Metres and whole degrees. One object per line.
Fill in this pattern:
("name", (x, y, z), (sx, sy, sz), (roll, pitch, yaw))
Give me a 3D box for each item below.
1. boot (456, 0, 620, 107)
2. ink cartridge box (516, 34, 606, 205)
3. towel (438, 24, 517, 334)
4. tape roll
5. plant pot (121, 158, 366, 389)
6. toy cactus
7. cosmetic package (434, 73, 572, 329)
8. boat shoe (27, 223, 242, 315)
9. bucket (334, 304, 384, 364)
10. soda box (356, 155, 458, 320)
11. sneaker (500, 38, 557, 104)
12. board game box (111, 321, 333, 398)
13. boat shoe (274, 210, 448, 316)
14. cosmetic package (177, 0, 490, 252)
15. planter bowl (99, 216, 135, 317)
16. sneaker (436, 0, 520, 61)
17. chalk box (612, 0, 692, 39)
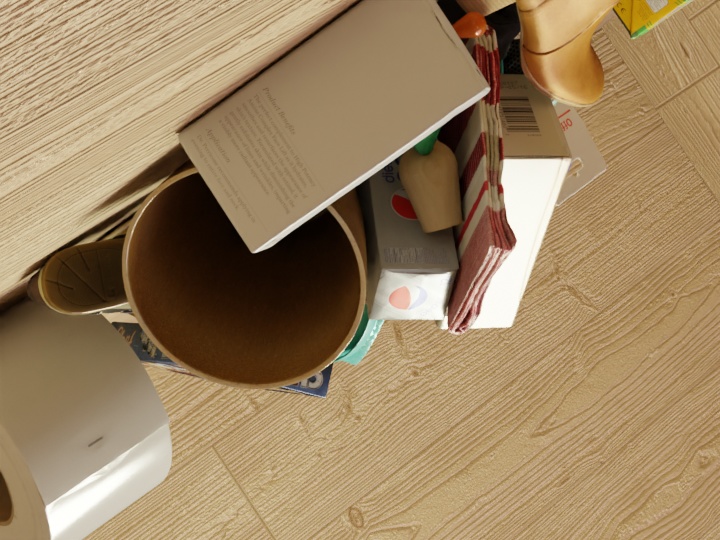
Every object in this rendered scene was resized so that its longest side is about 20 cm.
("boot", (0.178, -0.206, 1.506), (0.143, 0.071, 0.201), (-23, 141, 32))
("ink cartridge box", (0.129, -0.146, 1.780), (0.067, 0.201, 0.116), (-34, 179, 41))
("towel", (0.086, -0.070, 1.503), (0.023, 0.202, 0.144), (4, 152, -11))
("tape roll", (-0.277, 0.135, 1.665), (0.139, 0.204, 0.202), (-33, 179, -33))
("plant pot", (-0.071, -0.039, 1.524), (0.186, 0.187, 0.200), (-34, -163, 24))
("toy cactus", (0.049, -0.115, 1.476), (0.101, 0.167, 0.200), (-16, -176, -12))
("cosmetic package", (0.106, -0.056, 1.618), (0.072, 0.104, 0.201), (-1, 138, -15))
("boat shoe", (-0.179, -0.002, 1.593), (0.199, 0.074, 0.065), (-3, -178, -35))
("bucket", (-0.036, -0.018, 1.778), (0.207, 0.134, 0.209), (-160, -90, -83))
("soda box", (0.031, -0.058, 1.551), (0.063, 0.201, 0.069), (1, 142, -10))
("sneaker", (0.078, -0.159, 1.636), (0.198, 0.078, 0.091), (-7, 174, 13))
("board game box", (-0.130, 0.079, 1.747), (0.135, 0.035, 0.200), (16, 173, -28))
("boat shoe", (0.000, 0.000, 1.625), (0.198, 0.072, 0.072), (9, -128, 28))
("cosmetic package", (-0.017, -0.109, 1.347), (0.199, 0.102, 0.074), (-33, 180, 9))
("planter bowl", (-0.168, -0.012, 1.738), (0.200, 0.084, 0.200), (-34, 179, 0))
("sneaker", (0.129, -0.236, 1.598), (0.200, 0.076, 0.091), (-39, 170, -35))
("chalk box", (0.278, -0.299, 1.550), (0.199, 0.125, 0.124), (-36, 180, -22))
